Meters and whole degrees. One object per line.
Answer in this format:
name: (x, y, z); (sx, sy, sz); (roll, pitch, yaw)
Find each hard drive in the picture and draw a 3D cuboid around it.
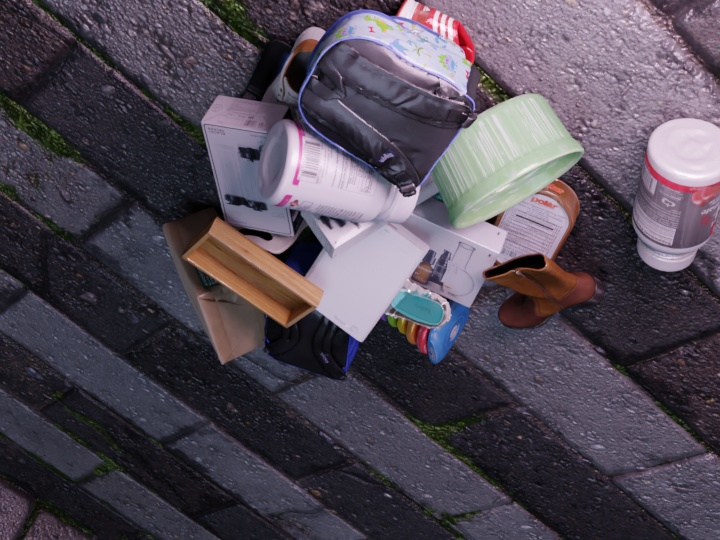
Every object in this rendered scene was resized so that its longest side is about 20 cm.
hard drive: (0.000, 0.000, 1.734); (0.131, 0.026, 0.201); (36, 124, 2)

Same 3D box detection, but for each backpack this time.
backpack: (0.029, -0.227, 1.444); (0.199, 0.148, 0.183); (28, 129, -15)
backpack: (-0.070, 0.048, 1.907); (0.161, 0.169, 0.201); (13, 133, 6)

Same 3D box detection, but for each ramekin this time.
ramekin: (0.185, -0.147, 1.522); (0.200, 0.199, 0.098); (-40, 75, 51)

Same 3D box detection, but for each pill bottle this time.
pill bottle: (-0.027, -0.126, 1.539); (0.198, 0.114, 0.113); (11, 150, -26)
pill bottle: (0.420, -0.093, 1.524); (0.110, 0.111, 0.201); (14, 143, 14)

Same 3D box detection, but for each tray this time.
tray: (-0.162, 0.005, 1.738); (0.199, 0.037, 0.098); (35, 144, -17)

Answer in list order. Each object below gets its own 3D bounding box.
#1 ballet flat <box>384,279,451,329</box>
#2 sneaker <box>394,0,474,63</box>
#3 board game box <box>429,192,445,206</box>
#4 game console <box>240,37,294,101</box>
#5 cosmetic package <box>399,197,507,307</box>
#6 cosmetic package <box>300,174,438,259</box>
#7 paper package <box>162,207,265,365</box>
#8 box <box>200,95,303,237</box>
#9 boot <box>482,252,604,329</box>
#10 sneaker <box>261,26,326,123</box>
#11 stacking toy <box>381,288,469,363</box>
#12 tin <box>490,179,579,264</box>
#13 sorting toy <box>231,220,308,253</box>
ballet flat: (0.049, 0.037, 1.788); (0.199, 0.072, 0.072); (24, 144, 10)
sneaker: (0.084, -0.260, 1.540); (0.115, 0.079, 0.201); (23, 145, 5)
board game box: (0.083, -0.063, 1.810); (0.199, 0.045, 0.152); (-10, 131, 37)
game console: (-0.088, -0.205, 1.678); (0.199, 0.177, 0.116); (30, 173, -7)
cosmetic package: (0.104, -0.040, 1.746); (0.198, 0.052, 0.151); (24, 141, 2)
cosmetic package: (0.020, -0.106, 1.648); (0.083, 0.199, 0.051); (55, 164, 9)
paper package: (-0.244, 0.024, 1.971); (0.103, 0.201, 0.192); (-24, 138, -10)
box: (-0.148, -0.146, 1.644); (0.116, 0.060, 0.201); (10, 139, 17)
boot: (0.246, 0.035, 1.739); (0.187, 0.069, 0.199); (-11, 162, 38)
sneaker: (-0.101, -0.238, 1.608); (0.072, 0.085, 0.201); (21, 121, -4)
stacking toy: (0.074, 0.059, 1.939); (0.199, 0.110, 0.116); (28, 156, 21)
tin: (0.254, -0.064, 1.718); (0.111, 0.042, 0.201); (19, 143, 1)
sorting toy: (-0.143, -0.091, 1.789); (0.198, 0.181, 0.107); (-1, 137, 30)
